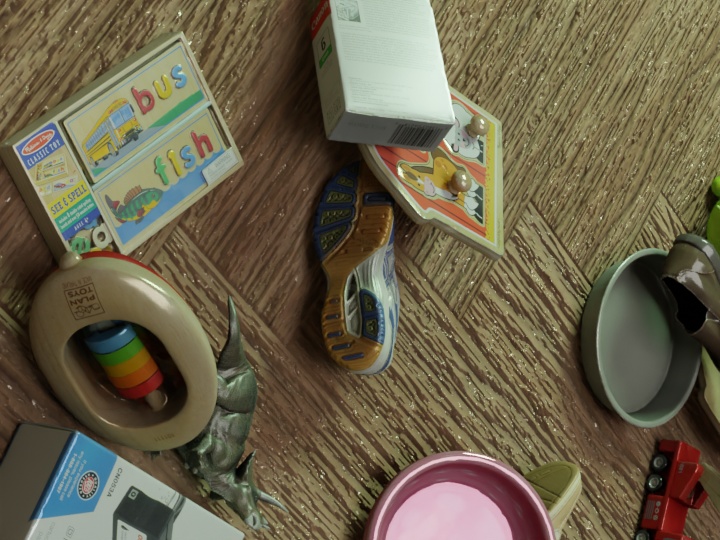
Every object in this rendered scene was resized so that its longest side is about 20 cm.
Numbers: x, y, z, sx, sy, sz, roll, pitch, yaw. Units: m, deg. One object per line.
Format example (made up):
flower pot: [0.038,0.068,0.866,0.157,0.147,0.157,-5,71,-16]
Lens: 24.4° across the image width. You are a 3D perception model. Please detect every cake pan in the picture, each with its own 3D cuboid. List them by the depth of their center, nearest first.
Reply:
cake pan: [0.313,0.075,1.867,0.200,0.037,0.201,-1,91,-45]

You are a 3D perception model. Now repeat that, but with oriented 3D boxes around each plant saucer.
plant saucer: [0.091,0.275,1.605,0.200,0.051,0.201,4,79,-20]

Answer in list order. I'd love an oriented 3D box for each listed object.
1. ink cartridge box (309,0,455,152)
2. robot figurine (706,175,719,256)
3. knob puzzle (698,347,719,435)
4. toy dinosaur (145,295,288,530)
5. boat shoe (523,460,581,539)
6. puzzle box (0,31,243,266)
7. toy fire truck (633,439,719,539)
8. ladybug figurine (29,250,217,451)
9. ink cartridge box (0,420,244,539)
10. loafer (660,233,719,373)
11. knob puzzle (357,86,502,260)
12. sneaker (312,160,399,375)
ink cartridge box: [0.014,-0.208,1.523,0.109,0.050,0.200,5,58,-24]
robot figurine: [0.487,-0.045,1.973,0.200,0.116,0.176,-4,59,-50]
knob puzzle: [0.465,0.146,2.005,0.219,0.030,0.220,15,66,-37]
toy dinosaur: [-0.124,0.123,1.431,0.102,0.077,0.200,7,80,-56]
boat shoe: [0.163,0.282,1.706,0.200,0.074,0.069,-46,124,-23]
puzzle box: [-0.193,-0.095,1.377,0.200,0.025,0.133,-42,118,-35]
toy fire truck: [0.394,0.246,1.877,0.049,0.141,0.200,29,71,-41]
ladybug figurine: [-0.187,0.057,1.327,0.072,0.136,0.200,-91,164,-53]
ink cartridge box: [-0.207,0.231,1.328,0.200,0.084,0.145,39,64,-38]
loafer: [0.385,0.054,1.872,0.071,0.073,0.200,-42,114,-24]
knob puzzle: [0.064,-0.127,1.566,0.219,0.030,0.220,26,46,-31]
sneaker: [0.000,0.000,1.550,0.088,0.075,0.200,44,49,-69]
